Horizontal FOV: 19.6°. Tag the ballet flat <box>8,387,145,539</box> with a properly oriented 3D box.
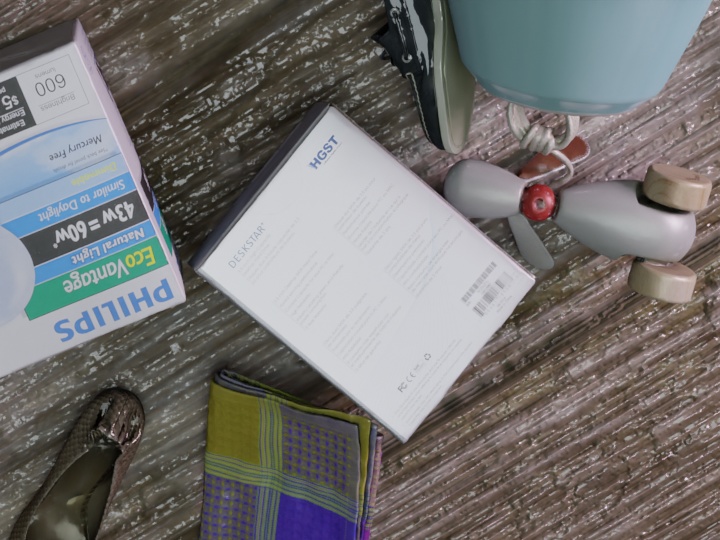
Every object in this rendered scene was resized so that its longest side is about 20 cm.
[{"bbox_3d":[-0.217,0.182,1.580,0.067,0.046,0.201,25,101,-12],"label":"ballet flat"}]

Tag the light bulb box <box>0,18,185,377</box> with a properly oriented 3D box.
[{"bbox_3d":[-0.249,-0.043,1.474,0.197,0.125,0.201,-23,106,0],"label":"light bulb box"}]

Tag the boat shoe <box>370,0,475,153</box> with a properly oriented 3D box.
[{"bbox_3d":[0.038,-0.180,1.501,0.066,0.075,0.201,1,118,22],"label":"boat shoe"}]

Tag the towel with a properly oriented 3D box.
[{"bbox_3d":[-0.059,0.178,1.569,0.143,0.023,0.201,17,116,20],"label":"towel"}]

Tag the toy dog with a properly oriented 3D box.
[{"bbox_3d":[0.169,-0.050,1.552,0.199,0.096,0.132,34,103,1],"label":"toy dog"}]

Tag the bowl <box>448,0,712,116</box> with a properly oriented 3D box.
[{"bbox_3d":[0.144,-0.174,1.449,0.199,0.201,0.106,5,112,-8],"label":"bowl"}]

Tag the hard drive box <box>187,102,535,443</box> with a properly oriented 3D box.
[{"bbox_3d":[0.000,0.000,1.517,0.200,0.077,0.156,41,88,-10],"label":"hard drive box"}]
